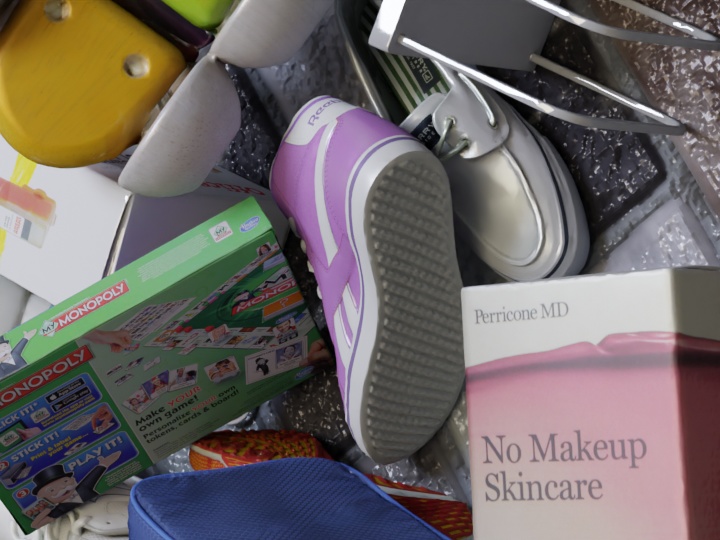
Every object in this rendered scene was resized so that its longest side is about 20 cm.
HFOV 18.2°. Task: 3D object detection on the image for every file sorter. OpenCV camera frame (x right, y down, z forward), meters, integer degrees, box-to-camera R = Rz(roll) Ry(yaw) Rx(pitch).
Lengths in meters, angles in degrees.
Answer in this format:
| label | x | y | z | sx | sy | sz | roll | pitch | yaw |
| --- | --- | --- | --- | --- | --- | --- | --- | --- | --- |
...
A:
| label | x | y | z | sx | sy | sz | roll | pitch | yaw |
| --- | --- | --- | --- | --- | --- | --- | --- | --- | --- |
| file sorter | 0.120 | -0.175 | 1.090 | 0.124 | 0.139 | 0.200 | 30 | 107 | 32 |

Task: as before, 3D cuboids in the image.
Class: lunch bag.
| label | x | y | z | sx | sy | sz | roll | pitch | yaw |
| --- | --- | --- | --- | --- | --- | --- | --- | --- | --- |
| lunch bag | -0.038 | 0.185 | 1.121 | 0.200 | 0.136 | 0.133 | 32 | 122 | 57 |

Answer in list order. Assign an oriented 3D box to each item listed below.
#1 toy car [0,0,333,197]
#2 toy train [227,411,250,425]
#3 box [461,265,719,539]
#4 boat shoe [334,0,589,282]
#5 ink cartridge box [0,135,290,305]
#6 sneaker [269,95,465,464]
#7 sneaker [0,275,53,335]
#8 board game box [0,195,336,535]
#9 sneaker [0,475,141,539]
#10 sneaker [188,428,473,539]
| label | x | y | z | sx | sy | sz | roll | pitch | yaw |
| --- | --- | --- | --- | --- | --- | --- | --- | --- | --- |
| toy car | -0.119 | -0.146 | 1.197 | 0.175 | 0.150 | 0.200 | 36 | 95 | -3 |
| toy train | -0.153 | 0.108 | 1.360 | 0.150 | 0.056 | 0.200 | 40 | 105 | 5 |
| box | 0.132 | 0.101 | 1.089 | 0.128 | 0.109 | 0.201 | -7 | 85 | 39 |
| boat shoe | 0.043 | -0.071 | 1.192 | 0.074 | 0.067 | 0.200 | -49 | 61 | 27 |
| ink cartridge box | -0.159 | -0.039 | 1.306 | 0.200 | 0.145 | 0.084 | 27 | 105 | 36 |
| sneaker | 0.001 | 0.000 | 1.205 | 0.114 | 0.073 | 0.201 | 36 | 136 | 45 |
| sneaker | -0.231 | 0.007 | 1.358 | 0.077 | 0.081 | 0.200 | -65 | 15 | 2 |
| board game box | -0.121 | 0.054 | 1.220 | 0.200 | 0.135 | 0.029 | -29 | 52 | -5 |
| sneaker | -0.153 | 0.143 | 1.292 | 0.199 | 0.087 | 0.075 | 12 | 103 | 13 |
| sneaker | -0.025 | 0.139 | 1.241 | 0.200 | 0.073 | 0.077 | 24 | 113 | 39 |
